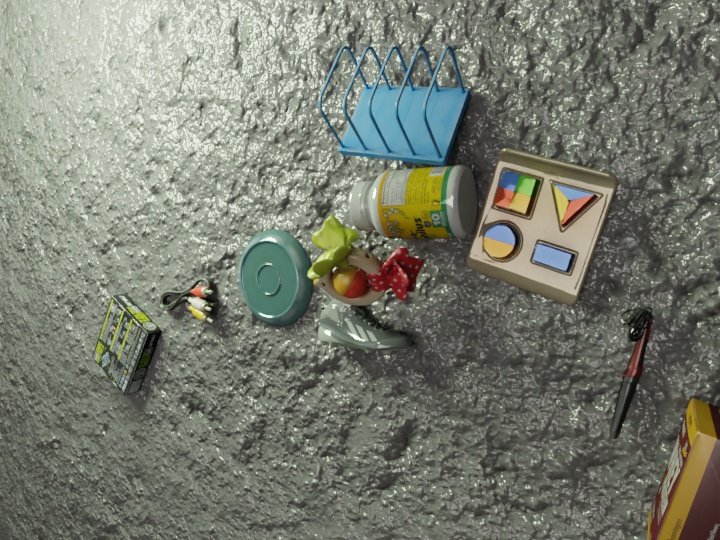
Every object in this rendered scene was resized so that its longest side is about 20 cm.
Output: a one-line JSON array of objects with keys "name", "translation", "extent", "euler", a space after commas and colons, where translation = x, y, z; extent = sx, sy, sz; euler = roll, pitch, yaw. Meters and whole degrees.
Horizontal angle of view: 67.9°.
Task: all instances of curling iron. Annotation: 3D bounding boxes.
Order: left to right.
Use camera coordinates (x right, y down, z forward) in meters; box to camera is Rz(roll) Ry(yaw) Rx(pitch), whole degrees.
[{"name": "curling iron", "translation": [0.386, 0.148, 0.777], "extent": [0.048, 0.026, 0.205], "euler": [4, 103, -8]}]

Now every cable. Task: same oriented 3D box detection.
[{"name": "cable", "translation": [-0.402, 0.059, 1.226], "extent": [0.196, 0.050, 0.100], "euler": [6, 97, 29]}]

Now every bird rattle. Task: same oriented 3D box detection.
[{"name": "bird rattle", "translation": [0.000, 0.000, 0.923], "extent": [0.164, 0.196, 0.115], "euler": [128, 155, -49]}]

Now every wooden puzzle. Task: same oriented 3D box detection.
[{"name": "wooden puzzle", "translation": [0.267, -0.068, 0.817], "extent": [0.182, 0.046, 0.205], "euler": [21, 106, 27]}]

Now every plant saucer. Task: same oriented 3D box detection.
[{"name": "plant saucer", "translation": [-0.184, 0.018, 1.107], "extent": [0.196, 0.027, 0.206], "euler": [3, 97, 30]}]

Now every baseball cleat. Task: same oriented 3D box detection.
[{"name": "baseball cleat", "translation": [0.004, 0.098, 0.980], "extent": [0.196, 0.069, 0.109], "euler": [1, 90, 27]}]

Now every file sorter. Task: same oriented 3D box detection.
[{"name": "file sorter", "translation": [0.052, -0.269, 0.850], "extent": [0.196, 0.123, 0.141], "euler": [13, 72, 28]}]

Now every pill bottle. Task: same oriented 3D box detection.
[{"name": "pill bottle", "translation": [0.084, -0.110, 0.883], "extent": [0.196, 0.112, 0.116], "euler": [2, 96, 30]}]

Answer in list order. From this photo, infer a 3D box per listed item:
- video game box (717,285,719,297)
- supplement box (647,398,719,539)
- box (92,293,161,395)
[{"name": "video game box", "translation": [0.536, 0.093, 0.623], "extent": [0.195, 0.047, 0.187], "euler": [-10, 89, 0]}, {"name": "supplement box", "translation": [0.495, 0.308, 0.671], "extent": [0.197, 0.132, 0.202], "euler": [19, 105, 27]}, {"name": "box", "translation": [-0.599, 0.188, 1.362], "extent": [0.159, 0.044, 0.203], "euler": [36, 112, 23]}]
